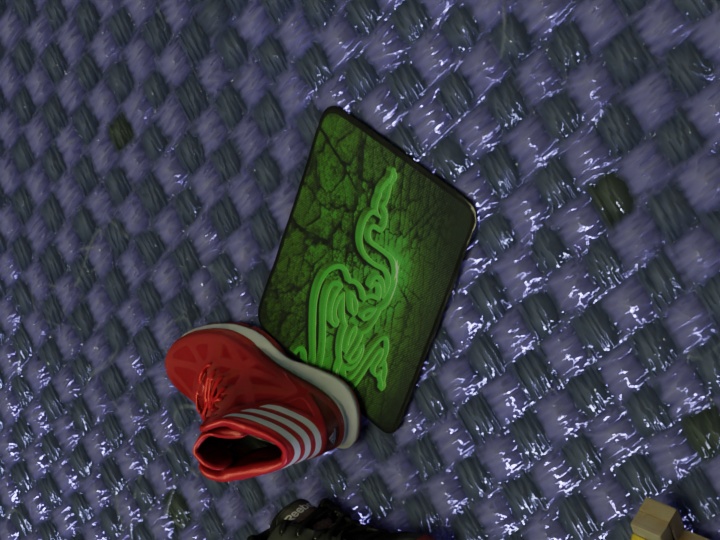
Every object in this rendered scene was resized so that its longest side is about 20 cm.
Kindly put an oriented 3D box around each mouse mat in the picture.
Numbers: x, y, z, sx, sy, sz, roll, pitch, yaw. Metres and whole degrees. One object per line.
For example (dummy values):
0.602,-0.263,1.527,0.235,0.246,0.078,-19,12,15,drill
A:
0.000,0.000,1.156,0.161,0.007,0.201,37,123,31,mouse mat

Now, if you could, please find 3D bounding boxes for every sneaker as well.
-0.019,0.215,1.175,0.200,0.071,0.099,-23,86,44,sneaker
-0.106,0.097,1.196,0.199,0.115,0.079,12,111,40,sneaker

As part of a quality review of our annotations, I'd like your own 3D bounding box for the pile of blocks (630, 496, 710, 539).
0.186,0.249,0.990,0.062,0.082,0.202,18,110,38,pile of blocks
